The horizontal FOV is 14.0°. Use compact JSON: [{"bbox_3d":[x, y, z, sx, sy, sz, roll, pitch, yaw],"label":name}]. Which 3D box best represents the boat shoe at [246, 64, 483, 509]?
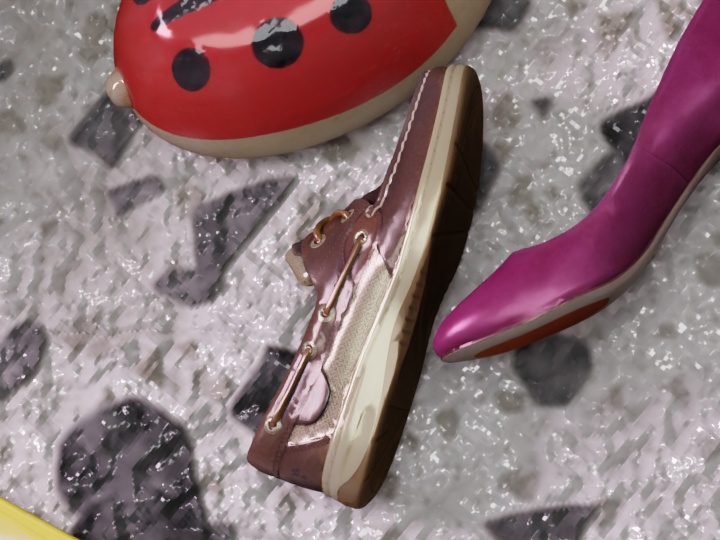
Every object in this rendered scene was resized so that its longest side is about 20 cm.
[{"bbox_3d":[0.000,0.000,1.285,0.072,0.072,0.201,16,86,14],"label":"boat shoe"}]

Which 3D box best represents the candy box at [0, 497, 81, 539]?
[{"bbox_3d":[-0.228,0.124,1.322,0.199,0.026,0.103,26,79,17],"label":"candy box"}]

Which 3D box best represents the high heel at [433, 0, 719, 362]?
[{"bbox_3d":[0.103,-0.039,1.272,0.199,0.067,0.097,-29,81,-12],"label":"high heel"}]

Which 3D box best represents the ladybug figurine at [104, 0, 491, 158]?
[{"bbox_3d":[-0.029,-0.129,1.321,0.199,0.072,0.136,-32,72,3],"label":"ladybug figurine"}]
